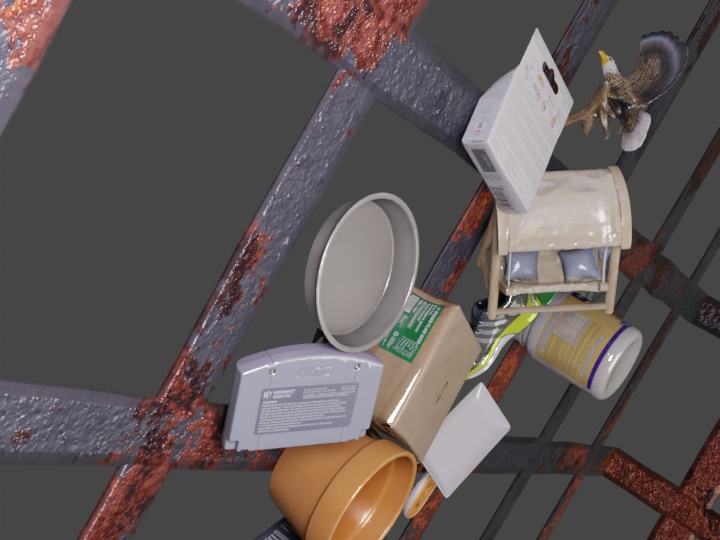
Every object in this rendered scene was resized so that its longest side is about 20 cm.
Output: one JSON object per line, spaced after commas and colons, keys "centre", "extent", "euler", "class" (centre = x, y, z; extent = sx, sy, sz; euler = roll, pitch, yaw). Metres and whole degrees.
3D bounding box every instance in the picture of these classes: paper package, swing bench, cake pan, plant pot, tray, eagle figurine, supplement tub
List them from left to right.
{"centre": [-0.035, 0.305, 1.658], "extent": [0.200, 0.139, 0.201], "euler": [-42, 149, -31], "class": "plant pot"}
{"centre": [0.000, 0.000, 1.457], "extent": [0.200, 0.036, 0.202], "euler": [-25, 122, -46], "class": "cake pan"}
{"centre": [0.073, 0.148, 1.693], "extent": [0.201, 0.103, 0.191], "euler": [-60, 155, -14], "class": "paper package"}
{"centre": [0.180, 0.300, 2.105], "extent": [0.200, 0.108, 0.022], "euler": [-41, -168, -32], "class": "tray"}
{"centre": [0.285, -0.042, 1.751], "extent": [0.197, 0.131, 0.201], "euler": [-3, 137, -5], "class": "swing bench"}
{"centre": [0.391, 0.124, 2.134], "extent": [0.145, 0.199, 0.146], "euler": [-40, 149, -30], "class": "supplement tub"}
{"centre": [0.417, -0.281, 1.837], "extent": [0.199, 0.151, 0.152], "euler": [-24, 118, -41], "class": "eagle figurine"}

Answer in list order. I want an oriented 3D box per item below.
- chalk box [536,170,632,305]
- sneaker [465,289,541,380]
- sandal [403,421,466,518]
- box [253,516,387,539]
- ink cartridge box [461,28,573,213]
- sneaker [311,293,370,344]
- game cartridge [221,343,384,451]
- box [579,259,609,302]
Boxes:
{"centre": [0.338, -0.042, 1.954], "extent": [0.201, 0.124, 0.124], "euler": [-62, 153, 9], "class": "chalk box"}
{"centre": [0.201, 0.095, 1.934], "extent": [0.081, 0.074, 0.200], "euler": [40, 95, -25], "class": "sneaker"}
{"centre": [0.155, 0.372, 2.148], "extent": [0.208, 0.059, 0.079], "euler": [-59, 154, 1], "class": "sandal"}
{"centre": [-0.069, 0.454, 1.783], "extent": [0.199, 0.117, 0.198], "euler": [-30, 143, -42], "class": "box"}
{"centre": [0.220, -0.206, 1.637], "extent": [0.163, 0.057, 0.201], "euler": [51, 52, -45], "class": "ink cartridge box"}
{"centre": [-0.025, 0.118, 1.549], "extent": [0.075, 0.076, 0.202], "euler": [-1, 118, -57], "class": "sneaker"}
{"centre": [-0.070, 0.155, 1.465], "extent": [0.198, 0.041, 0.134], "euler": [0, 120, -29], "class": "game cartridge"}
{"centre": [0.433, -0.009, 2.236], "extent": [0.158, 0.048, 0.201], "euler": [-35, 146, -37], "class": "box"}
